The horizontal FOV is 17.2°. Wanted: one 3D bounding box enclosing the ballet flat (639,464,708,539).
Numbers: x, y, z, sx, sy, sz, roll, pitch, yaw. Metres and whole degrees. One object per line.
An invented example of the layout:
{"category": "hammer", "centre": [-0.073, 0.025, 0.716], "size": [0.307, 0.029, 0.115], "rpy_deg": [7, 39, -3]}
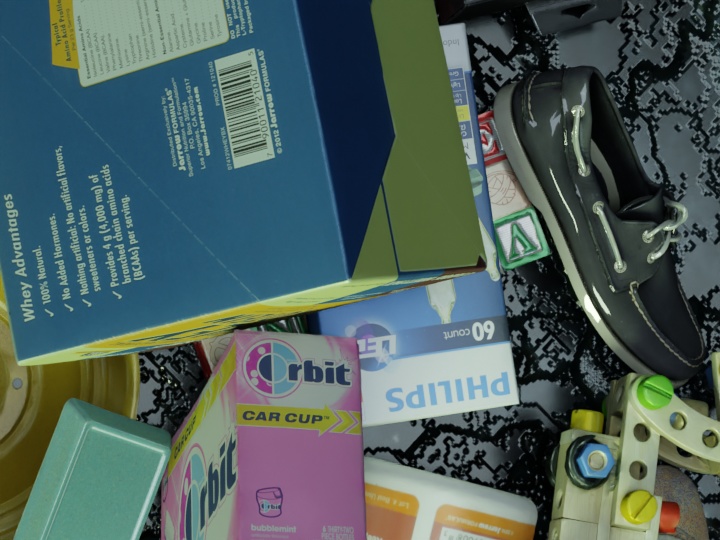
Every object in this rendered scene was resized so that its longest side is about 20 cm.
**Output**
{"category": "ballet flat", "centre": [0.163, 0.210, 1.324], "size": [0.067, 0.067, 0.202], "rpy_deg": [12, 86, -12]}

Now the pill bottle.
{"category": "pill bottle", "centre": [0.021, 0.209, 1.280], "size": [0.111, 0.112, 0.202], "rpy_deg": [15, 86, -8]}

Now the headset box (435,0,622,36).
{"category": "headset box", "centre": [0.101, -0.235, 1.329], "size": [0.148, 0.077, 0.202], "rpy_deg": [-15, 91, -9]}

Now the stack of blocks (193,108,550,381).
{"category": "stack of blocks", "centre": [0.000, 0.000, 1.312], "size": [0.198, 0.059, 0.116], "rpy_deg": [-21, 91, -9]}

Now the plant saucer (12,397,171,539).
{"category": "plant saucer", "centre": [-0.155, 0.170, 1.219], "size": [0.070, 0.019, 0.202], "rpy_deg": [23, 86, -38]}

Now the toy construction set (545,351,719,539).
{"category": "toy construction set", "centre": [0.166, 0.137, 1.276], "size": [0.130, 0.092, 0.202], "rpy_deg": [11, 63, -12]}

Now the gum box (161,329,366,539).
{"category": "gum box", "centre": [-0.055, 0.123, 1.213], "size": [0.066, 0.200, 0.114], "rpy_deg": [5, 64, -15]}

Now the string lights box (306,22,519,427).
{"category": "string lights box", "centre": [0.017, -0.022, 1.255], "size": [0.102, 0.059, 0.202], "rpy_deg": [-8, 88, -8]}

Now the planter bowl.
{"category": "planter bowl", "centre": [-0.219, 0.059, 1.263], "size": [0.198, 0.083, 0.202], "rpy_deg": [1, 87, -9]}

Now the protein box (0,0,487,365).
{"category": "protein box", "centre": [-0.071, -0.072, 1.164], "size": [0.199, 0.135, 0.200], "rpy_deg": [-14, 85, 31]}

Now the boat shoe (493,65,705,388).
{"category": "boat shoe", "centre": [0.146, -0.024, 1.310], "size": [0.062, 0.073, 0.201], "rpy_deg": [-22, 107, 31]}
